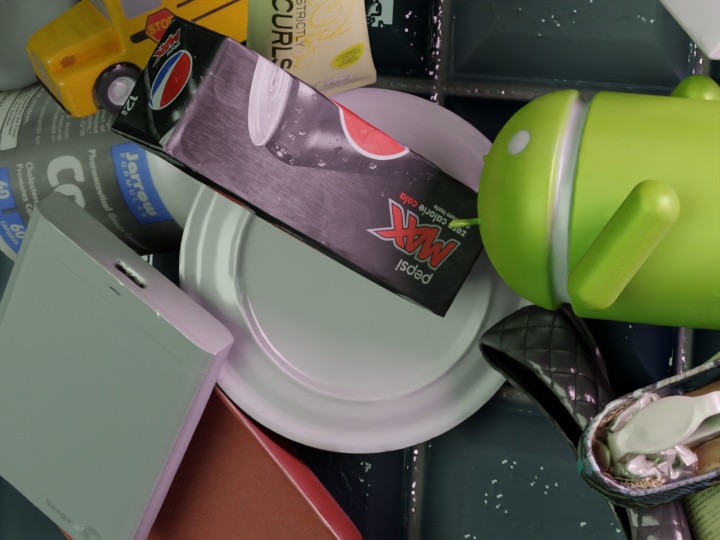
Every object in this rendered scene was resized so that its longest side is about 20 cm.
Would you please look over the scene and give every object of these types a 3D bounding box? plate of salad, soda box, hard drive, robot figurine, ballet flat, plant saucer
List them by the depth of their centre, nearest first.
[{"bbox_3d":[0.200,0.068,1.453,0.200,0.074,0.074,-26,77,12],"label":"ballet flat"},{"bbox_3d":[0.150,-0.031,1.470,0.200,0.175,0.116,6,118,13],"label":"robot figurine"},{"bbox_3d":[-0.025,-0.052,1.494,0.063,0.200,0.071,28,88,56],"label":"soda box"},{"bbox_3d":[0.127,0.107,1.539,0.057,0.066,0.200,-22,66,-12],"label":"ballet flat"},{"bbox_3d":[0.000,0.000,1.595,0.200,0.048,0.200,0,91,-6],"label":"plate of salad"},{"bbox_3d":[-0.152,0.065,1.626,0.132,0.026,0.200,39,135,14],"label":"hard drive"},{"bbox_3d":[-0.096,0.130,1.666,0.200,0.037,0.200,52,137,1],"label":"plant saucer"}]

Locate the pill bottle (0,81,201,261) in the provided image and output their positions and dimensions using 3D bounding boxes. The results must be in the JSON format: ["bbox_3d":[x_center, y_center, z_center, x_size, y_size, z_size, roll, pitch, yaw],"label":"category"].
[{"bbox_3d":[-0.119,-0.066,1.678,0.200,0.114,0.114,-9,87,35],"label":"pill bottle"}]

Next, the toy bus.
[{"bbox_3d":[-0.091,-0.161,1.611,0.065,0.200,0.078,46,159,53],"label":"toy bus"}]

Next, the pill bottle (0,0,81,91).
[{"bbox_3d":[-0.256,-0.158,1.750,0.200,0.109,0.109,1,93,57],"label":"pill bottle"}]

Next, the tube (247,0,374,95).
[{"bbox_3d":[-0.027,-0.148,1.485,0.058,0.052,0.200,18,148,11],"label":"tube"}]

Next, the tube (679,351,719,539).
[{"bbox_3d":[0.207,0.144,1.503,0.058,0.052,0.200,-26,71,1],"label":"tube"}]

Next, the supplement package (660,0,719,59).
[{"bbox_3d":[0.182,-0.214,1.456,0.120,0.121,0.200,-48,67,26],"label":"supplement package"}]
